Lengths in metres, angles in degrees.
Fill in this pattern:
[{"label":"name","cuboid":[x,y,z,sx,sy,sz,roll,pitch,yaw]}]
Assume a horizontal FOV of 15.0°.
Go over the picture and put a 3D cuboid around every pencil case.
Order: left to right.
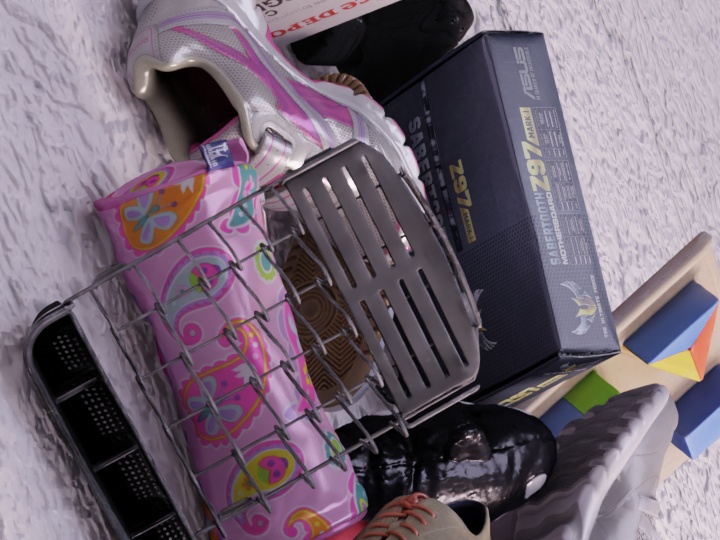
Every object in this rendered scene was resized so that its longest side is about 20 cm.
[{"label":"pencil case","cuboid":[-0.061,0.040,1.336,0.087,0.087,0.201,-24,96,-69]}]

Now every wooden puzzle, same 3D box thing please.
[{"label":"wooden puzzle","cuboid":[0.178,0.094,1.731,0.046,0.185,0.200,40,-16,34]}]

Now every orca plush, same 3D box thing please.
[{"label":"orca plush","cuboid":[0.030,0.085,1.422,0.199,0.071,0.106,16,52,-27]}]

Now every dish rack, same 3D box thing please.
[{"label":"dish rack","cuboid":[-0.042,0.040,1.253,0.154,0.199,0.055,63,-7,-20]}]

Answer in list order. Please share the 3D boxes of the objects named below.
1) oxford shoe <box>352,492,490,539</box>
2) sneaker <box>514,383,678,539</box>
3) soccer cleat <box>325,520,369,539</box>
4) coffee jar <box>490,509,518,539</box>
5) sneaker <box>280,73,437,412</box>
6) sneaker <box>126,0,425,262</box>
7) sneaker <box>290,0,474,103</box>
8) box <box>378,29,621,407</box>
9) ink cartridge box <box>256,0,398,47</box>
[{"label":"oxford shoe","cuboid":[0.008,0.141,1.312,0.200,0.070,0.075,4,100,-68]},{"label":"sneaker","cuboid":[0.128,0.150,1.490,0.082,0.075,0.200,44,56,-21]},{"label":"soccer cleat","cuboid":[0.025,0.213,1.462,0.067,0.076,0.200,-41,103,-24]},{"label":"coffee jar","cuboid":[0.107,0.173,1.621,0.200,0.104,0.086,41,44,-54]},{"label":"sneaker","cuboid":[0.000,0.000,1.543,0.109,0.070,0.201,54,33,-58]},{"label":"sneaker","cuboid":[-0.052,-0.068,1.434,0.200,0.081,0.088,41,41,-11]},{"label":"sneaker","cuboid":[0.030,-0.171,1.633,0.104,0.200,0.060,5,47,-39]},{"label":"box","cuboid":[0.069,-0.021,1.610,0.051,0.158,0.201,-3,73,-35]},{"label":"ink cartridge box","cuboid":[-0.051,-0.202,1.469,0.200,0.146,0.083,31,44,-60]}]
